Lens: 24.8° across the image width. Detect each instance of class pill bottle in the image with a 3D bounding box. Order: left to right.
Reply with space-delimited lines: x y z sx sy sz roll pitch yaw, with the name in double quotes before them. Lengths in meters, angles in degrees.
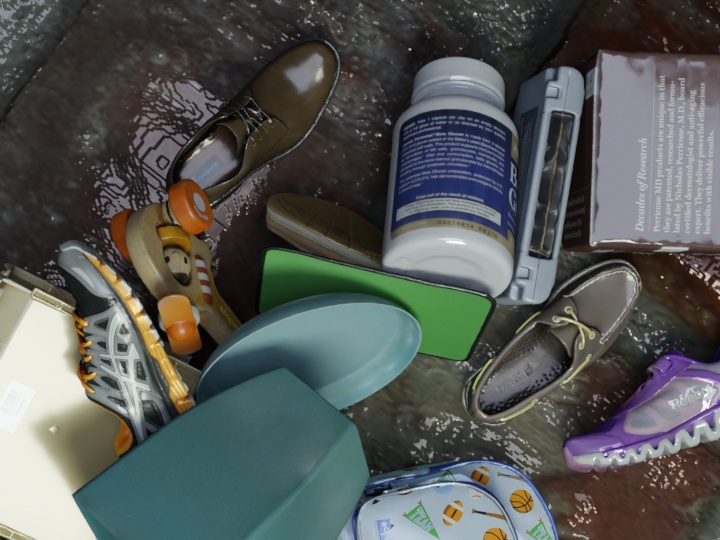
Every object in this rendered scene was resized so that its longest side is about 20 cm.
"pill bottle" 0.079 -0.079 1.399 0.111 0.111 0.200 6 59 -1

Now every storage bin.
"storage bin" -0.266 0.126 1.396 0.198 0.094 0.200 29 89 -21

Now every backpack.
"backpack" 0.076 0.247 1.411 0.190 0.154 0.200 -15 87 -12

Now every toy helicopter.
"toy helicopter" -0.136 0.029 1.404 0.079 0.132 0.200 -25 125 17

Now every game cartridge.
"game cartridge" 0.149 -0.069 1.417 0.041 0.133 0.200 10 88 -3

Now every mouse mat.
"mouse mat" 0.009 0.031 1.406 0.200 0.161 0.008 14 66 -1

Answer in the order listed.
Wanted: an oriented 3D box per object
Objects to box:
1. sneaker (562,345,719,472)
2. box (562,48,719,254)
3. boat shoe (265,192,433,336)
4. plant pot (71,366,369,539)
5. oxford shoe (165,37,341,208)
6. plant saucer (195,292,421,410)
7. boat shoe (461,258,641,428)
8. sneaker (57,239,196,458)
"sneaker" 0.268 0.119 1.451 0.200 0.080 0.089 -18 83 -6
"box" 0.284 -0.096 1.405 0.200 0.166 0.164 1 90 -1
"boat shoe" 0.000 0.000 1.445 0.200 0.074 0.069 27 117 1
"plant pot" -0.097 0.185 1.318 0.141 0.141 0.200 36 67 29
"oxford shoe" -0.091 -0.127 1.440 0.073 0.084 0.200 43 87 1
"plant saucer" -0.046 0.074 1.395 0.200 0.200 0.027 -19 60 -1
"boat shoe" 0.174 0.065 1.453 0.200 0.060 0.072 -39 90 -1
"sneaker" -0.198 0.068 1.322 0.077 0.078 0.200 -28 108 -8
